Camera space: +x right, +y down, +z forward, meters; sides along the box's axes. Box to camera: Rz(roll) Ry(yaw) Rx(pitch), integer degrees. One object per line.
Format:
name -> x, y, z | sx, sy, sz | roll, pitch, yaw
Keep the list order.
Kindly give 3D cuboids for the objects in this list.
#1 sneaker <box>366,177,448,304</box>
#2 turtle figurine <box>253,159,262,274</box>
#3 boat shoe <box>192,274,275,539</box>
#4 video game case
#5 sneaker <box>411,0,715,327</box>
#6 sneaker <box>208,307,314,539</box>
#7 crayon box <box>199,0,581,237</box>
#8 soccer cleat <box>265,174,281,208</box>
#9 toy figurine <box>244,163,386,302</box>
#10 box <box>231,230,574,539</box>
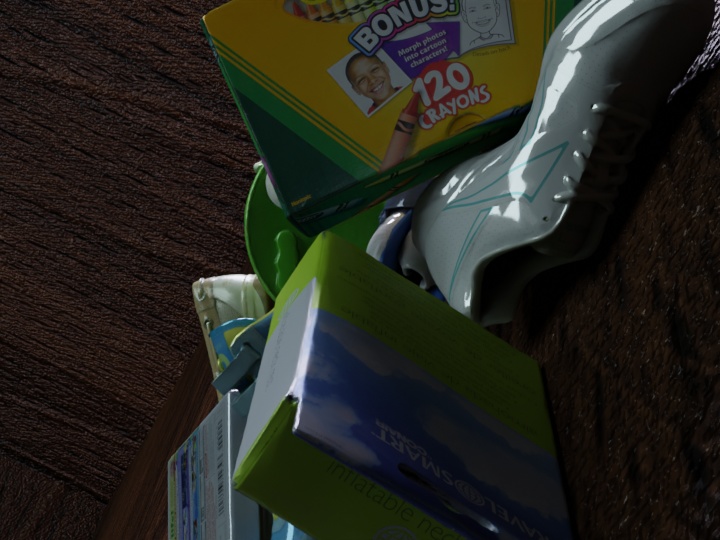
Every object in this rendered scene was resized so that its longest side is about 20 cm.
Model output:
sneaker -> 0.067, -0.054, 0.738 | 0.200, 0.080, 0.147 | -58, 6, 39
turtle figurine -> -0.033, -0.077, 1.257 | 0.194, 0.143, 0.200 | -76, 12, -47
boat shoe -> -0.082, 0.103, 0.951 | 0.073, 0.063, 0.202 | -27, -67, -78
video game case -> -0.098, 0.200, 0.871 | 0.182, 0.022, 0.201 | 133, 138, -60
sneaker -> 0.102, -0.051, 0.624 | 0.201, 0.070, 0.080 | -52, 36, 30
sneaker -> -0.050, 0.103, 0.790 | 0.201, 0.130, 0.080 | -66, 10, -23
crayon box -> 0.033, -0.116, 0.686 | 0.199, 0.119, 0.058 | -26, -13, 3
soccer cleat -> 0.027, -0.099, 0.842 | 0.078, 0.199, 0.070 | 63, -173, -56
toy figurine -> 0.000, 0.000, 0.978 | 0.184, 0.149, 0.201 | 47, -133, -84
box -> 0.019, 0.061, 0.516 | 0.048, 0.122, 0.200 | -55, 10, 18
